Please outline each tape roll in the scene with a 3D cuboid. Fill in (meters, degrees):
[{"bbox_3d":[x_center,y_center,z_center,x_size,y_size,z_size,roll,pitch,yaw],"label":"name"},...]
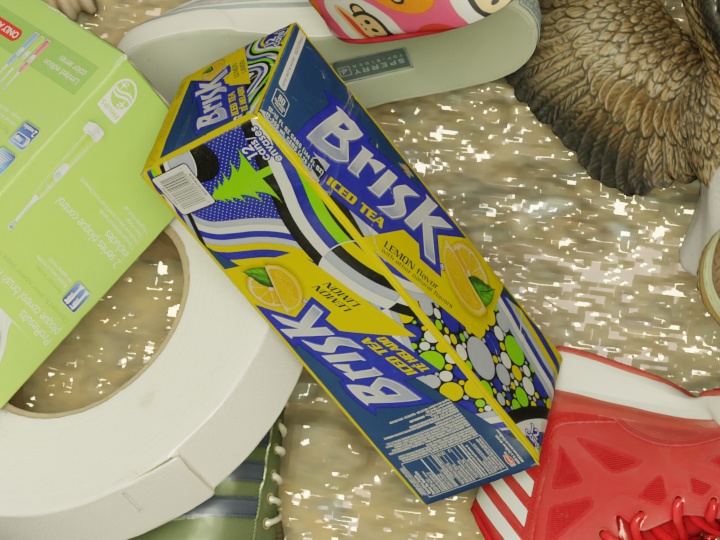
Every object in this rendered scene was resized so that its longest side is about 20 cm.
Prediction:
[{"bbox_3d":[-0.113,0.028,1.139,0.202,0.037,0.203,-15,51,20],"label":"tape roll"}]

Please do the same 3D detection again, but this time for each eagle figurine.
[{"bbox_3d":[0.153,-0.098,1.154,0.152,0.151,0.200,-44,86,3],"label":"eagle figurine"}]

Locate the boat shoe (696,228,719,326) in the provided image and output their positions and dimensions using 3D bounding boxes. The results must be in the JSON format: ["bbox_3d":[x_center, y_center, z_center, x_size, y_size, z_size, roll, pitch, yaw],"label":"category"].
[{"bbox_3d":[0.212,0.037,1.098,0.200,0.076,0.072,30,78,-22],"label":"boat shoe"}]

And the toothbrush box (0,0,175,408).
[{"bbox_3d":[-0.185,-0.022,1.135,0.200,0.086,0.145,-48,46,-10],"label":"toothbrush box"}]

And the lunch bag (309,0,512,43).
[{"bbox_3d":[0.064,-0.185,1.098,0.082,0.176,0.200,49,66,-25],"label":"lunch bag"}]

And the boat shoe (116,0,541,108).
[{"bbox_3d":[-0.015,-0.116,1.206,0.200,0.070,0.072,-8,47,12],"label":"boat shoe"}]

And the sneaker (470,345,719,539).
[{"bbox_3d":[0.134,0.109,1.094,0.200,0.078,0.116,12,68,42],"label":"sneaker"}]

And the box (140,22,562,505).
[{"bbox_3d":[0.000,0.000,1.075,0.064,0.200,0.070,-23,29,30],"label":"box"}]

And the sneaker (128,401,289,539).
[{"bbox_3d":[-0.064,0.100,1.154,0.090,0.067,0.200,37,73,-4],"label":"sneaker"}]

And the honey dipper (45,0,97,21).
[{"bbox_3d":[-0.222,-0.101,1.232,0.199,0.038,0.038,-22,74,0],"label":"honey dipper"}]
